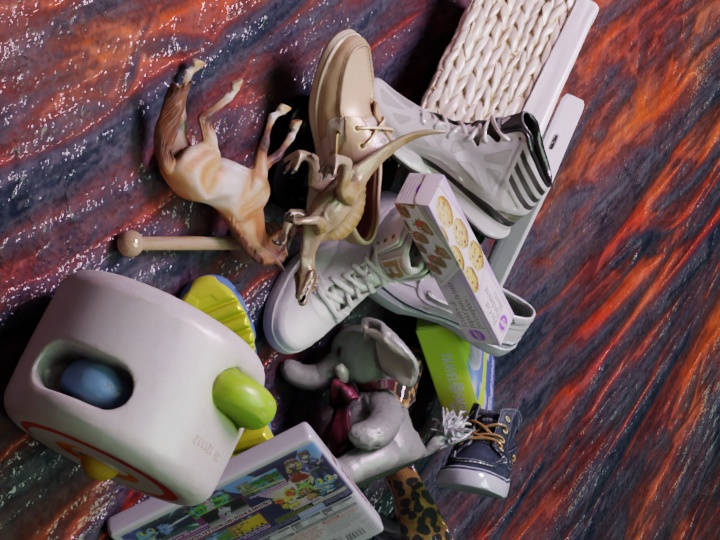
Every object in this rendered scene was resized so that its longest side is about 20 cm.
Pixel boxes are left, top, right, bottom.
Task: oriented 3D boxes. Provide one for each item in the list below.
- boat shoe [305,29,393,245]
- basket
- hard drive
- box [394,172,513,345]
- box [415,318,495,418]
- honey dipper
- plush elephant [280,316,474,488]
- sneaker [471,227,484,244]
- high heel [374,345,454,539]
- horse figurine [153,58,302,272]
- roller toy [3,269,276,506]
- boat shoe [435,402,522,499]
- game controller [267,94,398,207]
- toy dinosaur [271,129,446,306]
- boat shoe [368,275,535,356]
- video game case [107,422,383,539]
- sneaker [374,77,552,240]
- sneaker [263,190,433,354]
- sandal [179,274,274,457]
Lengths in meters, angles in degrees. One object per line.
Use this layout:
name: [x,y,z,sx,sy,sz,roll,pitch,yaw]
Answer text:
boat shoe: [-0.002,-0.116,1.607,0.074,0.069,0.202,-31,134,-44]
basket: [0.136,-0.182,1.779,0.136,0.122,0.201,106,9,-73]
hard drive: [0.168,-0.068,1.807,0.201,0.026,0.133,110,5,-54]
box: [0.088,-0.009,1.646,0.042,0.038,0.201,-61,140,-31]
box: [0.105,0.089,1.907,0.123,0.047,0.201,-81,159,-46]
honey dipper: [-0.138,-0.022,1.551,0.199,0.038,0.038,-4,106,-52]
plush elephant: [-0.005,0.123,1.717,0.198,0.156,0.165,-22,170,-14]
sneaker: [0.121,-0.069,1.873,0.201,0.083,0.074,-54,141,-30]
high heel: [0.066,0.190,1.832,0.071,0.141,0.202,51,62,-76]
horse figurine: [-0.116,-0.094,1.524,0.199,0.050,0.134,28,82,-47]
roller toy: [-0.180,0.099,1.401,0.182,0.200,0.141,31,73,-20]
boat shoe: [0.120,0.178,1.793,0.200,0.070,0.092,39,61,-80]
game controller: [-0.021,-0.111,1.683,0.199,0.042,0.106,-4,105,-55]
toy dinosaur: [-0.019,-0.070,1.562,0.201,0.058,0.101,-53,141,-1]
boat shoe: [0.083,0.012,1.773,0.199,0.067,0.074,24,41,-18]
video game case: [-0.099,0.227,1.600,0.199,0.023,0.183,-26,139,6]
sneaker: [0.097,-0.131,1.657,0.200,0.115,0.076,40,31,-10]
sneaker: [0.000,0.000,1.665,0.200,0.115,0.074,-49,116,-20]
sandal: [-0.121,0.095,1.600,0.087,0.079,0.202,-92,173,-68]
